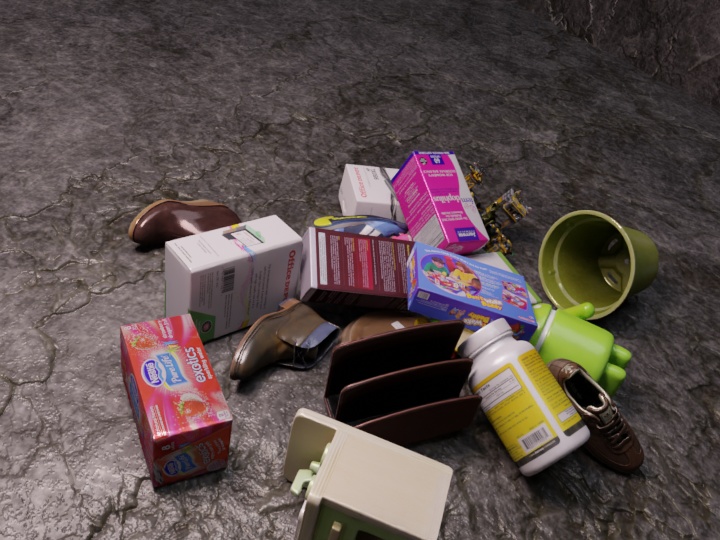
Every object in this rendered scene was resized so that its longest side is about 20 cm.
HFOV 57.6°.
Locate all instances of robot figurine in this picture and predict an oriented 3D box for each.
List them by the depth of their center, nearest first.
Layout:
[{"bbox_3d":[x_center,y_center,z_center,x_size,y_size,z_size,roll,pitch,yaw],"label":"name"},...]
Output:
[{"bbox_3d":[0.333,0.131,1.075,0.198,0.117,0.176,26,50,16],"label":"robot figurine"}]

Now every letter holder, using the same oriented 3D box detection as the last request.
[{"bbox_3d":[0.062,0.157,0.894,0.196,0.144,0.101,-9,49,-19],"label":"letter holder"}]

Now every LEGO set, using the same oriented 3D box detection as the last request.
[{"bbox_3d":[0.271,-0.132,1.346,0.201,0.115,0.154,49,28,-6],"label":"LEGO set"}]

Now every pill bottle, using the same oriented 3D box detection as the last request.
[{"bbox_3d":[0.225,0.176,0.933,0.111,0.113,0.202,-16,67,-36],"label":"pill bottle"}]

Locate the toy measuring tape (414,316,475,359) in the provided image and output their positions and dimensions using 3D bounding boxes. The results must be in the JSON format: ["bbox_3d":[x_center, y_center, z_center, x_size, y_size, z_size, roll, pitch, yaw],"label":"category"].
[{"bbox_3d":[0.174,0.119,1.039,0.197,0.074,0.074,23,35,-6],"label":"toy measuring tape"}]

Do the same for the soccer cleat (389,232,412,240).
[{"bbox_3d":[0.050,0.002,1.202,0.086,0.070,0.199,44,45,11],"label":"soccer cleat"}]

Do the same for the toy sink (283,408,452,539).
[{"bbox_3d":[-0.011,0.272,0.757,0.197,0.132,0.112,21,36,7],"label":"toy sink"}]

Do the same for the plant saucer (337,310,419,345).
[{"bbox_3d":[0.061,0.130,1.058,0.196,0.030,0.202,9,36,-6],"label":"plant saucer"}]

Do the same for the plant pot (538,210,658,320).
[{"bbox_3d":[0.483,-0.014,1.279,0.182,0.203,0.201,-3,37,-41],"label":"plant pot"}]

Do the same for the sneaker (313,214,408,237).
[{"bbox_3d":[0.002,-0.063,1.254,0.197,0.084,0.074,-5,11,-26],"label":"sneaker"}]

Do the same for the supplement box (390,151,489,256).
[{"bbox_3d":[0.148,-0.116,1.244,0.100,0.103,0.203,-6,66,-30],"label":"supplement box"}]

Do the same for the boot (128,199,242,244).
[{"bbox_3d":[-0.285,-0.065,1.157,0.165,0.073,0.199,32,36,25],"label":"boot"}]

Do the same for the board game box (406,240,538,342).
[{"bbox_3d":[0.173,0.035,1.043,0.197,0.045,0.135,18,33,-8],"label":"board game box"}]

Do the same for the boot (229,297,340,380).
[{"bbox_3d":[-0.109,0.112,0.983,0.096,0.076,0.200,22,35,15],"label":"boot"}]

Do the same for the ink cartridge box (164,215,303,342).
[{"bbox_3d":[-0.197,0.012,1.022,0.198,0.147,0.084,-19,45,-37],"label":"ink cartridge box"}]

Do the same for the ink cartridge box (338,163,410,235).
[{"bbox_3d":[0.064,-0.144,1.373,0.196,0.085,0.146,3,38,-16],"label":"ink cartridge box"}]

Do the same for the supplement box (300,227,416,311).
[{"bbox_3d":[0.000,0.000,1.089,0.196,0.061,0.111,7,64,-21],"label":"supplement box"}]

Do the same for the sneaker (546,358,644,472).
[{"bbox_3d":[0.342,0.215,0.946,0.070,0.076,0.200,-41,89,-5],"label":"sneaker"}]

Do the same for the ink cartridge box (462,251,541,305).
[{"bbox_3d":[0.198,0.046,1.178,0.197,0.077,0.149,-6,41,-24],"label":"ink cartridge box"}]

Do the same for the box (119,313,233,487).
[{"bbox_3d":[-0.243,0.161,0.851,0.098,0.097,0.201,-9,42,-27],"label":"box"}]
